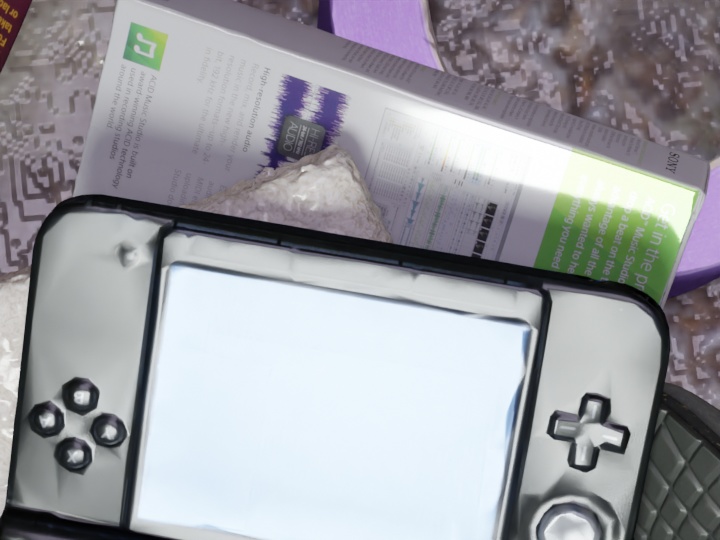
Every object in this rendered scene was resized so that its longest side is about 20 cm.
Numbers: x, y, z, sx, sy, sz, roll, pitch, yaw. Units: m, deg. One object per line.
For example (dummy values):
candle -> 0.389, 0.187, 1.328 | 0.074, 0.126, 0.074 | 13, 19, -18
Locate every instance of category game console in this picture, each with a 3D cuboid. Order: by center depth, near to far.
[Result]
game console -> -0.017, 0.086, 0.702 | 0.199, 0.118, 0.171 | 9, 107, 2

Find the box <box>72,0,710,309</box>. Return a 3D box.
box -> 0.000, 0.000, 0.789 | 0.199, 0.036, 0.145 | 20, 115, 6

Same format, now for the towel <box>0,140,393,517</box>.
towel -> -0.069, 0.051, 0.775 | 0.199, 0.034, 0.133 | -21, 104, 12

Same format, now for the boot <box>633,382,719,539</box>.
boot -> 0.178, 0.090, 0.769 | 0.200, 0.068, 0.131 | 40, 45, 16

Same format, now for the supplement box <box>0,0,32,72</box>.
supplement box -> -0.156, -0.153, 0.800 | 0.110, 0.086, 0.201 | 14, 76, 35

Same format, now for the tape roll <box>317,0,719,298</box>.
tape roll -> 0.085, -0.090, 0.844 | 0.199, 0.066, 0.201 | 1, 80, -4
